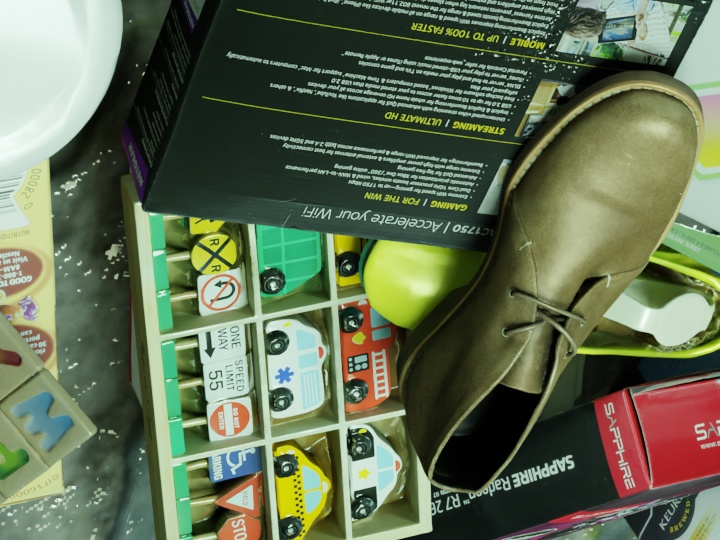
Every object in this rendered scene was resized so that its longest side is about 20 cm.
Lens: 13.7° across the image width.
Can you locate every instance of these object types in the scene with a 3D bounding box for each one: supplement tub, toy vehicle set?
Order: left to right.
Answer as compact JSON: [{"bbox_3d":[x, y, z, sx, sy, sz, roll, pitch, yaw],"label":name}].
[{"bbox_3d":[-0.170,-0.129,1.138,0.122,0.200,0.123,-10,126,-15],"label":"supplement tub"},{"bbox_3d":[-0.034,0.039,1.304,0.123,0.027,0.201,-12,123,-14],"label":"toy vehicle set"}]

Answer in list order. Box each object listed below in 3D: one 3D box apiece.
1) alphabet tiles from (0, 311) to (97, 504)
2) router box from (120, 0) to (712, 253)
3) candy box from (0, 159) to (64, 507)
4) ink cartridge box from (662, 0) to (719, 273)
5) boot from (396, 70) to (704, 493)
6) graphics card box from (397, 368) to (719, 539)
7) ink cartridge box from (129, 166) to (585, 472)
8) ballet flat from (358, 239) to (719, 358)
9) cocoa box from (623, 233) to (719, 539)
[{"bbox_3d":[-0.219,0.025,1.245,0.200,0.008,0.167,50,132,-5],"label":"alphabet tiles"},{"bbox_3d":[0.021,-0.082,1.189,0.199,0.051,0.150,7,130,-23],"label":"router box"},{"bbox_3d":[-0.167,-0.012,1.269,0.056,0.117,0.201,-11,124,-15],"label":"candy box"},{"bbox_3d":[0.168,-0.066,1.249,0.103,0.059,0.200,25,127,-7],"label":"ink cartridge box"},{"bbox_3d":[0.080,0.010,1.204,0.073,0.076,0.200,22,123,-16],"label":"boot"},{"bbox_3d":[0.101,0.094,1.397,0.125,0.051,0.199,-8,170,-44],"label":"graphics card box"},{"bbox_3d":[0.000,0.000,1.364,0.199,0.084,0.146,-8,124,-17],"label":"ink cartridge box"},{"bbox_3d":[0.092,0.008,1.300,0.199,0.067,0.067,7,108,-42],"label":"ballet flat"},{"bbox_3d":[0.228,0.063,1.468,0.133,0.131,0.201,17,114,-32],"label":"cocoa box"}]
